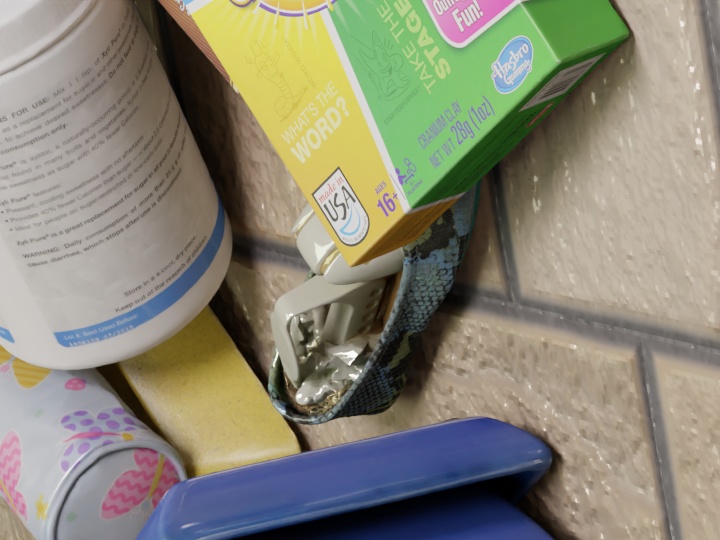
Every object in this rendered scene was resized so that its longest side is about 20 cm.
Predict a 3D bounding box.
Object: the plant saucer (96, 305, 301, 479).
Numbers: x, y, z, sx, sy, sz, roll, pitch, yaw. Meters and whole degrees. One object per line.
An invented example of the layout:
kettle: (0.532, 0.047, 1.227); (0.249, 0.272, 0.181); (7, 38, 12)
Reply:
plant saucer: (-0.113, 0.084, 1.351); (0.200, 0.048, 0.200); (54, 149, 26)

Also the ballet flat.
ballet flat: (0.000, 0.000, 1.068); (0.074, 0.074, 0.201); (57, 150, 32)

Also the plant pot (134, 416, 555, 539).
plant pot: (-0.005, 0.177, 1.043); (0.200, 0.199, 0.181); (124, 131, -60)

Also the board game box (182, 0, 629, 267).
board game box: (-0.006, -0.124, 0.960); (0.201, 0.040, 0.153); (57, 138, 11)

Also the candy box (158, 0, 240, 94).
candy box: (-0.073, -0.181, 1.125); (0.200, 0.056, 0.117); (52, 147, 41)

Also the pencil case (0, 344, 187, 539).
pencil case: (-0.167, 0.078, 1.302); (0.200, 0.083, 0.091); (37, 145, 46)

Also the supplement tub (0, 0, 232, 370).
supplement tub: (-0.149, -0.064, 1.204); (0.132, 0.132, 0.201); (42, 160, 48)
